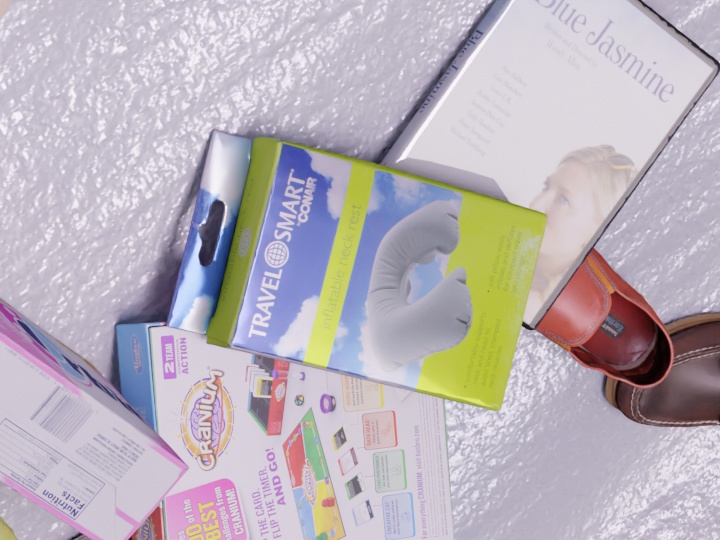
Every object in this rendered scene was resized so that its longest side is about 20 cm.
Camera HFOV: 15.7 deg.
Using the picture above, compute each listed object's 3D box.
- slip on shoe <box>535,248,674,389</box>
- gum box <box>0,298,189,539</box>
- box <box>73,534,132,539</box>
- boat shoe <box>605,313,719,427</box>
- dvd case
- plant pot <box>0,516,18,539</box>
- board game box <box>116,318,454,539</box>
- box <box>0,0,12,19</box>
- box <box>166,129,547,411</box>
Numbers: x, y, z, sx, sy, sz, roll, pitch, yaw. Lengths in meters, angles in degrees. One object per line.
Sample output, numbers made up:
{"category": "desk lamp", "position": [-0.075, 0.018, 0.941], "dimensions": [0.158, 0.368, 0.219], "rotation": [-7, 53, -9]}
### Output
{"category": "slip on shoe", "position": [0.128, 0.015, 1.626], "dimensions": [0.200, 0.061, 0.074], "rotation": [35, 97, -37]}
{"category": "gum box", "position": [-0.190, 0.064, 1.407], "dimensions": [0.066, 0.113, 0.200], "rotation": [-49, 132, 1]}
{"category": "box", "position": [-0.105, 0.194, 1.592], "dimensions": [0.200, 0.040, 0.137], "rotation": [-30, 130, -16]}
{"category": "boat shoe", "position": [0.262, 0.067, 1.745], "dimensions": [0.200, 0.070, 0.071], "rotation": [-14, 125, -25]}
{"category": "dvd case", "position": [0.107, -0.081, 1.553], "dimensions": [0.143, 0.018, 0.200], "rotation": [35, 92, -23]}
{"category": "plant pot", "position": [-0.275, 0.189, 1.391], "dimensions": [0.184, 0.200, 0.200], "rotation": [-48, 133, -15]}
{"category": "board game box", "position": [-0.042, 0.098, 1.533], "dimensions": [0.200, 0.040, 0.153], "rotation": [-4, 90, -32]}
{"category": "box", "position": [-0.267, -0.167, 1.232], "dimensions": [0.200, 0.095, 0.078], "rotation": [27, 99, -42]}
{"category": "box", "position": [0.000, 0.000, 1.491], "dimensions": [0.200, 0.048, 0.122], "rotation": [14, 89, -24]}
